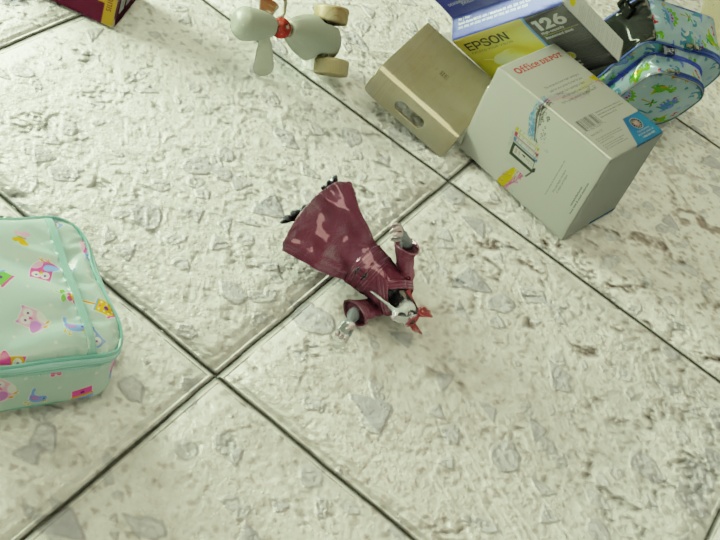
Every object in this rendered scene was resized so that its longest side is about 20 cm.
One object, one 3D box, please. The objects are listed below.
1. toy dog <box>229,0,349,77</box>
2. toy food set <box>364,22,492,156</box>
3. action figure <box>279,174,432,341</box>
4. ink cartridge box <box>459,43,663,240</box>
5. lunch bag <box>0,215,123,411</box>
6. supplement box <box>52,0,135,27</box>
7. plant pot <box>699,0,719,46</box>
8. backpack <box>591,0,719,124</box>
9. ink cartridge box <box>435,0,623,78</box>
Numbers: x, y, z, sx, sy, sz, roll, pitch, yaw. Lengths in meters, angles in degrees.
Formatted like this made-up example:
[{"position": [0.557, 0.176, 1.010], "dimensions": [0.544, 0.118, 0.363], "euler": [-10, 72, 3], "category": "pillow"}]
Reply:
[{"position": [-0.100, -0.319, 1.557], "dimensions": [0.199, 0.095, 0.134], "euler": [30, 73, -41], "category": "toy dog"}, {"position": [0.103, -0.254, 1.636], "dimensions": [0.143, 0.061, 0.200], "euler": [41, 43, -1], "category": "toy food set"}, {"position": [0.000, 0.000, 1.312], "dimensions": [0.200, 0.134, 0.149], "euler": [46, 1, 4], "category": "action figure"}, {"position": [0.265, -0.176, 1.560], "dimensions": [0.200, 0.146, 0.146], "euler": [44, 44, 20], "category": "ink cartridge box"}, {"position": [-0.317, 0.031, 1.108], "dimensions": [0.158, 0.078, 0.201], "euler": [-6, 50, -31], "category": "lunch bag"}, {"position": [-0.379, -0.428, 1.505], "dimensions": [0.197, 0.132, 0.104], "euler": [23, 41, -2], "category": "supplement box"}, {"position": [0.689, -0.447, 2.028], "dimensions": [0.175, 0.202, 0.200], "euler": [25, 40, 16], "category": "plant pot"}, {"position": [0.444, -0.308, 1.767], "dimensions": [0.197, 0.183, 0.149], "euler": [2, 69, -29], "category": "backpack"}, {"position": [0.230, -0.332, 1.616], "dimensions": [0.199, 0.196, 0.048], "euler": [31, 63, -38], "category": "ink cartridge box"}]
